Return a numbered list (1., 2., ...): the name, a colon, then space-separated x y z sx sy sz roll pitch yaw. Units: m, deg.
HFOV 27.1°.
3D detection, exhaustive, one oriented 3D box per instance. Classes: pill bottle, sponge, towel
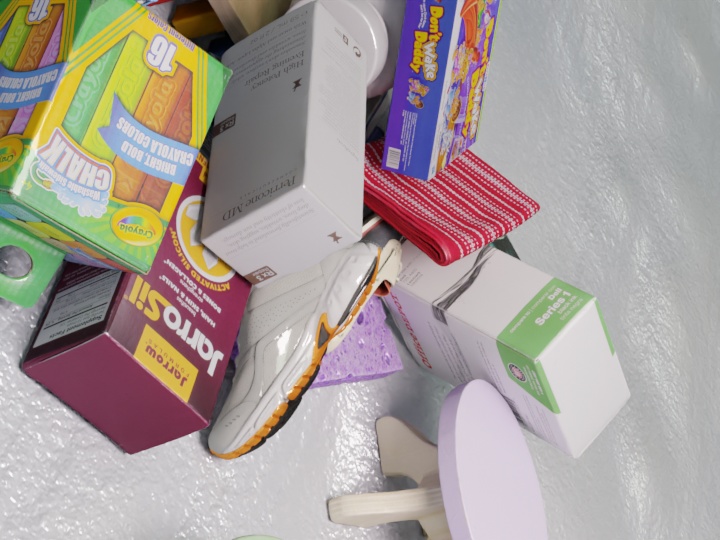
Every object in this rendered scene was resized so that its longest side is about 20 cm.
1. pill bottle: 0.003 -0.217 1.309 0.120 0.119 0.200 61 27 -11
2. sponge: -0.044 0.044 1.268 0.200 0.030 0.112 -3 73 -56
3. towel: 0.066 -0.075 1.314 0.144 0.023 0.200 40 31 14

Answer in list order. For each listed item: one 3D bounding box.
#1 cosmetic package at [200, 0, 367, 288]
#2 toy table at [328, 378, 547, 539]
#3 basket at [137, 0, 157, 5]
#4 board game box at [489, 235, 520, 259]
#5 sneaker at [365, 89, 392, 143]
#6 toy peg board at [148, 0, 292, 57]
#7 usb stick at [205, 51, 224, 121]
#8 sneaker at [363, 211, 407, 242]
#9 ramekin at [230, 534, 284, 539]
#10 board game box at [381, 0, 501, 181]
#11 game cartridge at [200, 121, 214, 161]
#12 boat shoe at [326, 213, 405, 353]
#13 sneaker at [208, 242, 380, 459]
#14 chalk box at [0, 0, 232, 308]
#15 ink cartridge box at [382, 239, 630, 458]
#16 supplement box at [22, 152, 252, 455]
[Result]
1. cosmetic package: -0.054 -0.097 1.118 0.074 0.101 0.201 42 35 -36
2. toy table: 0.073 0.203 1.265 0.184 0.117 0.201 33 46 -41
3. basket: -0.183 -0.259 1.083 0.176 0.199 0.140 -32 98 -56
4. board game box: 0.148 0.042 1.549 0.201 0.028 0.135 60 34 -12
5. sneaker: 0.033 -0.130 1.435 0.115 0.080 0.200 52 34 -19
6. toy peg board: -0.130 -0.279 1.296 0.199 0.097 0.201 59 31 -43
7. usb stick: -0.075 -0.129 1.250 0.200 0.032 0.056 21 62 -54
8. sneaker: 0.062 -0.041 1.436 0.200 0.075 0.085 -41 104 -46
9. ramekin: -0.087 0.286 1.000 0.200 0.097 0.201 32 47 -42
10. board game box: 0.075 -0.192 1.271 0.134 0.045 0.201 -42 144 -60
11. game cartridge: -0.125 -0.101 1.206 0.200 0.040 0.134 48 29 -24
12. boat shoe: 0.000 0.000 1.261 0.063 0.071 0.200 50 39 -3
13. sneaker: -0.069 0.049 1.149 0.092 0.200 0.076 32 -7 9
14. chalk box: -0.198 -0.075 0.997 0.125 0.124 0.201 32 73 -42
15. ink cartridge box: 0.123 0.056 1.315 0.084 0.200 0.146 -44 137 -17
16. supplement box: -0.149 0.016 1.080 0.110 0.085 0.201 46 39 -31
